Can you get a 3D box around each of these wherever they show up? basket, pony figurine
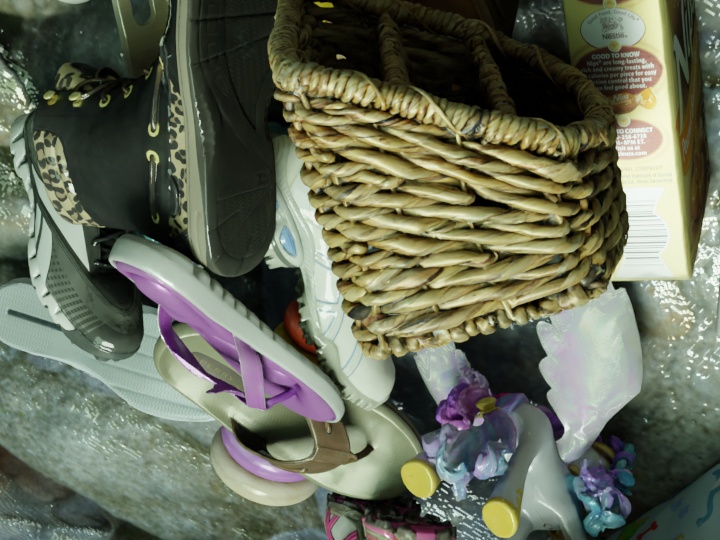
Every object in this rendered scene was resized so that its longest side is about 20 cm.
[{"bbox_3d":[0.046,-0.074,0.691,0.143,0.200,0.149,-16,110,7],"label":"basket"},{"bbox_3d":[0.105,0.111,0.933,0.166,0.200,0.193,-19,99,35],"label":"pony figurine"}]

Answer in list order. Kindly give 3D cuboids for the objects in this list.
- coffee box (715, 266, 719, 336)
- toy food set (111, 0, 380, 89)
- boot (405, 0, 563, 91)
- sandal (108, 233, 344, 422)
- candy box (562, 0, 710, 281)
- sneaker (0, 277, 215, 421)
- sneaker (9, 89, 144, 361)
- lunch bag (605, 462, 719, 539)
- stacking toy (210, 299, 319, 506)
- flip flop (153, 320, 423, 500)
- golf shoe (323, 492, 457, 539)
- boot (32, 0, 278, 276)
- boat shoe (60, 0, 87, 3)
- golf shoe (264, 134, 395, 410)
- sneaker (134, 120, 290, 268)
[{"bbox_3d":[0.260,-0.060,0.808,0.114,0.080,0.200,4,123,17],"label":"coffee box"},{"bbox_3d":[-0.068,-0.166,0.834,0.200,0.060,0.144,7,115,38],"label":"toy food set"},{"bbox_3d":[0.029,-0.133,0.860,0.155,0.077,0.200,-14,123,32],"label":"boot"},{"bbox_3d":[-0.085,0.047,0.853,0.082,0.050,0.203,17,159,45],"label":"sandal"},{"bbox_3d":[0.153,-0.107,0.794,0.055,0.115,0.200,-1,122,20],"label":"candy box"},{"bbox_3d":[-0.167,0.049,1.046,0.200,0.071,0.073,23,101,16],"label":"sneaker"},{"bbox_3d":[-0.171,-0.041,0.928,0.066,0.200,0.090,5,145,-41],"label":"sneaker"},{"bbox_3d":[0.217,0.219,0.959,0.082,0.161,0.200,41,127,-9],"label":"lunch bag"},{"bbox_3d":[-0.041,0.066,1.012,0.085,0.085,0.200,23,121,4],"label":"stacking toy"},{"bbox_3d":[-0.048,0.099,0.955,0.200,0.058,0.081,33,113,-16],"label":"flip flop"},{"bbox_3d":[0.012,0.203,1.012,0.073,0.200,0.092,7,89,-9],"label":"golf shoe"},{"bbox_3d":[-0.118,-0.104,0.823,0.150,0.073,0.200,11,110,40],"label":"boot"},{"bbox_3d":[-0.229,-0.246,0.879,0.068,0.072,0.200,-8,128,49],"label":"boat shoe"},{"bbox_3d":[0.000,0.000,0.891,0.097,0.078,0.200,-22,125,3],"label":"golf shoe"},{"bbox_3d":[-0.125,-0.031,0.966,0.200,0.086,0.078,-30,108,33],"label":"sneaker"}]
